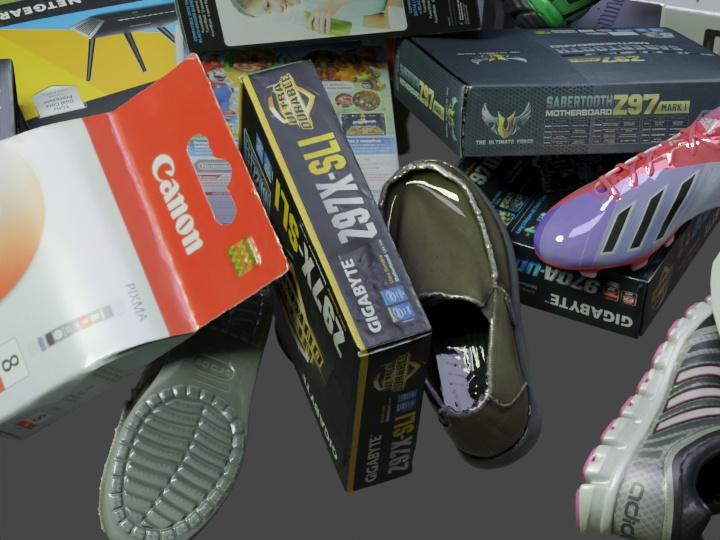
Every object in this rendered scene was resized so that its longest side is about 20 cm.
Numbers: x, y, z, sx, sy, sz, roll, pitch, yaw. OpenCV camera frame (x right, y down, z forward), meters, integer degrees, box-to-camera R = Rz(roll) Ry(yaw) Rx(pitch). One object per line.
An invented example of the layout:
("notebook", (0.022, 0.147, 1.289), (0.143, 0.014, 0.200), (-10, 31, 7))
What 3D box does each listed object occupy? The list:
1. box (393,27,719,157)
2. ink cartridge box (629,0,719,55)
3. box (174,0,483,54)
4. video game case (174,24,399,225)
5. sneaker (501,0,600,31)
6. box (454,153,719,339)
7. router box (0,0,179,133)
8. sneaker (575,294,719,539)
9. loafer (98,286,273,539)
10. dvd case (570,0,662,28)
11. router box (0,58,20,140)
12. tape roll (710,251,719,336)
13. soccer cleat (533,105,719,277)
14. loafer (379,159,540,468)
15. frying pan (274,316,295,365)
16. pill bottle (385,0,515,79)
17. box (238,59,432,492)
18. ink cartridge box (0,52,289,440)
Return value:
("box", (0.135, -0.117, 1.594), (0.198, 0.051, 0.158), (-3, 19, -14))
("ink cartridge box", (0.274, -0.182, 1.743), (0.198, 0.068, 0.116), (11, 42, 10))
("box", (-0.018, -0.206, 1.643), (0.198, 0.060, 0.117), (-4, 39, 8))
("video game case", (-0.047, -0.083, 1.616), (0.142, 0.018, 0.201), (-1, 52, -6))
("sneaker", (0.152, -0.234, 1.729), (0.085, 0.078, 0.201), (-29, 32, 27))
("box", (0.143, -0.043, 1.607), (0.158, 0.046, 0.200), (17, 35, 18))
("router box", (-0.146, -0.139, 1.713), (0.199, 0.051, 0.150), (-14, 47, -16))
("sneaker", (0.201, 0.094, 1.451), (0.087, 0.074, 0.200), (23, 47, 18))
("loafer", (-0.103, 0.089, 1.465), (0.075, 0.070, 0.201), (27, 54, -7))
("dvd case", (0.231, -0.148, 1.770), (0.199, 0.018, 0.143), (14, 43, 15))
("router box", (-0.285, -0.035, 1.563), (0.148, 0.051, 0.201), (-4, 60, -6))
("tape roll", (0.309, 0.029, 1.472), (0.201, 0.071, 0.203), (17, 42, -16))
("soccer cleat", (0.193, -0.059, 1.506), (0.199, 0.077, 0.067), (-19, 42, -12))
("loafer", (0.057, 0.016, 1.475), (0.075, 0.070, 0.201), (-24, 63, 12))
("frying pan", (0.016, 0.005, 1.586), (0.114, 0.031, 0.191), (15, 45, 13))
("pill bottle", (0.010, -0.211, 1.768), (0.112, 0.113, 0.200), (-31, 50, -31))
("box", (-0.019, 0.003, 1.446), (0.049, 0.160, 0.201), (-15, 60, -15))
("ink cartridge box", (-0.158, -0.018, 1.453), (0.199, 0.050, 0.163), (-33, 64, 18))
